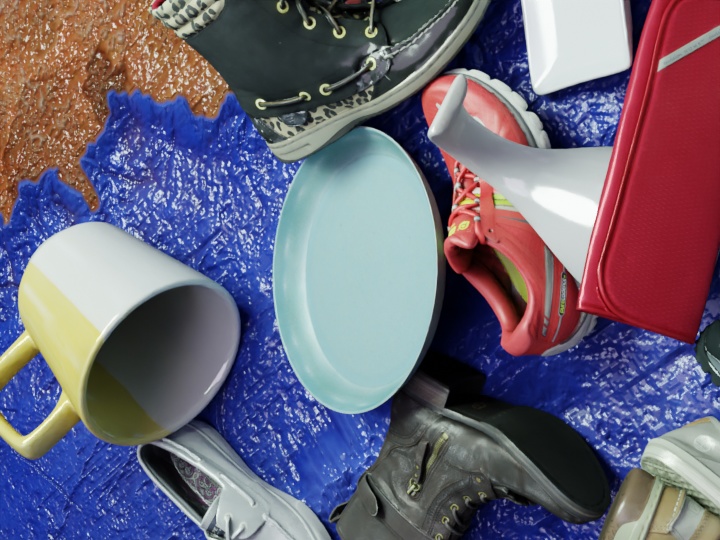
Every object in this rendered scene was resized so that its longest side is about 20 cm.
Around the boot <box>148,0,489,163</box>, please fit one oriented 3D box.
[{"bbox_3d":[-0.030,-0.174,0.786,0.202,0.074,0.154,-30,120,30],"label":"boot"}]

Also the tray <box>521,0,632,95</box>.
[{"bbox_3d":[0.131,-0.218,0.731,0.107,0.022,0.203,-4,94,65],"label":"tray"}]

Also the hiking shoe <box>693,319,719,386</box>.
[{"bbox_3d":[0.289,0.061,0.653,0.198,0.074,0.088,23,101,21],"label":"hiking shoe"}]

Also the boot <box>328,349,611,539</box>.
[{"bbox_3d":[0.070,0.169,0.821,0.199,0.069,0.176,34,115,38],"label":"boot"}]

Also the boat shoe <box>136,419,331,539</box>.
[{"bbox_3d":[-0.102,0.193,0.938,0.200,0.068,0.072,44,118,23],"label":"boat shoe"}]

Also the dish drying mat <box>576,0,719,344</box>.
[{"bbox_3d":[0.184,-0.065,0.680,0.076,0.018,0.203,16,85,-8],"label":"dish drying mat"}]

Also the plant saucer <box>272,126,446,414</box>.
[{"bbox_3d":[0.000,0.000,0.836,0.199,0.027,0.203,-6,83,54],"label":"plant saucer"}]

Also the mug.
[{"bbox_3d":[-0.213,0.042,0.940,0.153,0.185,0.151,36,130,35],"label":"mug"}]

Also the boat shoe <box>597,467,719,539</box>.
[{"bbox_3d":[0.170,0.214,0.732,0.075,0.072,0.202,22,133,13],"label":"boat shoe"}]

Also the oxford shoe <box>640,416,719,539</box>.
[{"bbox_3d":[0.257,0.157,0.688,0.200,0.058,0.075,42,158,23],"label":"oxford shoe"}]

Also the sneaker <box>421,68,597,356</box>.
[{"bbox_3d":[0.085,-0.039,0.755,0.202,0.084,0.077,65,148,11],"label":"sneaker"}]

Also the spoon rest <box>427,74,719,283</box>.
[{"bbox_3d":[0.130,-0.049,0.711,0.199,0.061,0.100,30,84,-7],"label":"spoon rest"}]

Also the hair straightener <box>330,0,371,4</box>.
[{"bbox_3d":[-0.019,-0.218,0.842,0.077,0.041,0.200,54,127,18],"label":"hair straightener"}]
